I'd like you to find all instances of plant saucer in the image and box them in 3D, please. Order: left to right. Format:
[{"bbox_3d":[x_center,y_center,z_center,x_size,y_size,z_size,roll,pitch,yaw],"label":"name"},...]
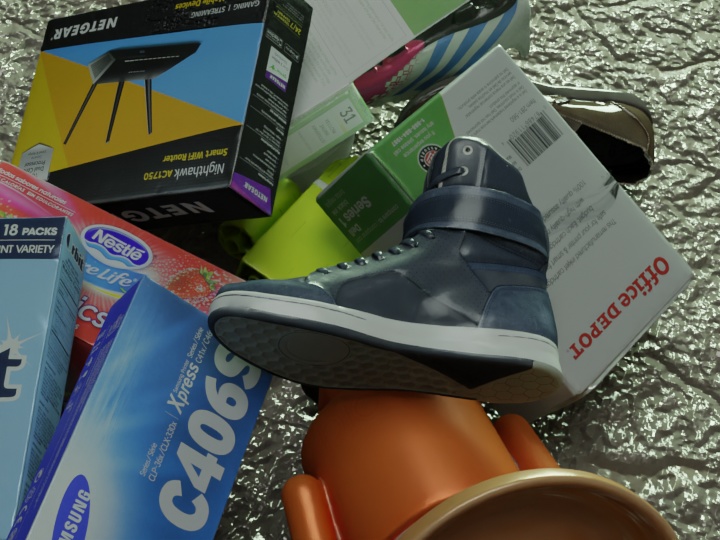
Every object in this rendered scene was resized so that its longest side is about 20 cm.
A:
[{"bbox_3d":[0.082,0.193,0.997,0.200,0.201,0.037,-10,24,-16],"label":"plant saucer"}]

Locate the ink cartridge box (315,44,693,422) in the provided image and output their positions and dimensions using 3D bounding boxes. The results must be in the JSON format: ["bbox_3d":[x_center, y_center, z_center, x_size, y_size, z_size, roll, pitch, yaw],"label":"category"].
[{"bbox_3d":[0.094,-0.020,1.190,0.200,0.084,0.146,50,54,-1],"label":"ink cartridge box"}]

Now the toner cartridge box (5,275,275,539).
[{"bbox_3d":[-0.118,0.108,0.992,0.095,0.043,0.200,32,50,-16],"label":"toner cartridge box"}]

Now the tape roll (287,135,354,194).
[{"bbox_3d":[-0.100,-0.120,1.331,0.202,0.037,0.203,4,50,-5],"label":"tape roll"}]

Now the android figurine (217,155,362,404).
[{"bbox_3d":[0.000,0.000,1.222,0.182,0.041,0.200,33,50,8],"label":"android figurine"}]

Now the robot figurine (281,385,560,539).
[{"bbox_3d":[0.037,0.136,1.079,0.144,0.117,0.200,14,37,-45],"label":"robot figurine"}]

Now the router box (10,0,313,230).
[{"bbox_3d":[-0.133,-0.102,1.207,0.200,0.051,0.150,-6,65,35],"label":"router box"}]

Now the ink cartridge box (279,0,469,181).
[{"bbox_3d":[-0.026,-0.154,1.247,0.200,0.048,0.146,-32,47,2],"label":"ink cartridge box"}]

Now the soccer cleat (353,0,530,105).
[{"bbox_3d":[0.031,-0.141,1.307,0.200,0.086,0.070,-24,48,-1],"label":"soccer cleat"}]

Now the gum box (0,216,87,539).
[{"bbox_3d":[-0.252,0.066,1.037,0.169,0.045,0.201,-1,59,10],"label":"gum box"}]

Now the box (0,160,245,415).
[{"bbox_3d":[-0.166,0.033,1.149,0.200,0.103,0.095,25,51,16],"label":"box"}]

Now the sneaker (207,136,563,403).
[{"bbox_3d":[0.014,-0.008,1.056,0.202,0.077,0.147,9,63,-15],"label":"sneaker"}]

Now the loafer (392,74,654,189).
[{"bbox_3d":[0.121,-0.092,1.297,0.199,0.073,0.071,-3,37,-16],"label":"loafer"}]
